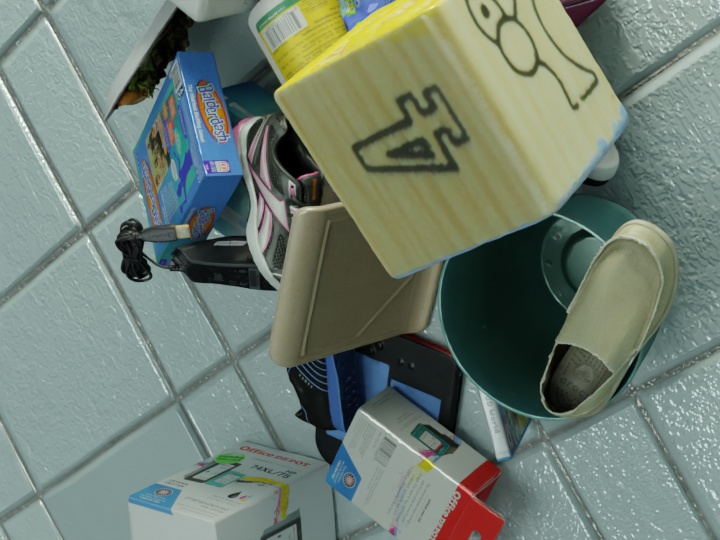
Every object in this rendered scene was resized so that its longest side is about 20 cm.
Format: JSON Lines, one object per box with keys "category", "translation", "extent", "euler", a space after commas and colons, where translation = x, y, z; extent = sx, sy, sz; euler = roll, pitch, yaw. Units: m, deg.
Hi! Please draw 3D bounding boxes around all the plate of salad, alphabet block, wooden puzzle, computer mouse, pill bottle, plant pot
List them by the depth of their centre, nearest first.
{"category": "alphabet block", "translation": [0.083, -0.142, 1.412], "extent": [0.196, 0.195, 0.200], "euler": [-24, 104, 38]}
{"category": "plant pot", "translation": [0.196, 0.019, 1.515], "extent": [0.200, 0.161, 0.201], "euler": [10, 111, 26]}
{"category": "pill bottle", "translation": [-0.023, -0.200, 1.668], "extent": [0.113, 0.113, 0.200], "euler": [-35, 82, 42]}
{"category": "wooden puzzle", "translation": [0.000, 0.000, 1.670], "extent": [0.037, 0.200, 0.185], "euler": [40, 129, 41]}
{"category": "computer mouse", "translation": [-0.161, -0.026, 1.706], "extent": [0.199, 0.140, 0.046], "euler": [3, 68, 4]}
{"category": "plate of salad", "translation": [-0.221, -0.242, 1.785], "extent": [0.048, 0.200, 0.200], "euler": [33, 130, -8]}

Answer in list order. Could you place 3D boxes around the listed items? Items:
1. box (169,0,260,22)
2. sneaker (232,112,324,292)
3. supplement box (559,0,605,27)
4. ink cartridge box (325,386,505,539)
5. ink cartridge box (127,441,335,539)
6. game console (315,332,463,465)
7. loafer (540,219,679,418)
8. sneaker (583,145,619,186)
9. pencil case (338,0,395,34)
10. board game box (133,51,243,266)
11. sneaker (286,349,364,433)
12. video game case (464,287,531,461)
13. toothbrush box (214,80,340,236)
{"category": "box", "translation": [-0.152, -0.397, 1.665], "extent": [0.200, 0.171, 0.199], "euler": [37, 126, 24]}
{"category": "sneaker", "translation": [-0.072, -0.069, 1.663], "extent": [0.086, 0.080, 0.201], "euler": [-16, 96, 47]}
{"category": "supplement box", "translation": [0.119, -0.295, 1.517], "extent": [0.131, 0.103, 0.200], "euler": [-40, 78, 42]}
{"category": "ink cartridge box", "translation": [0.071, 0.235, 1.754], "extent": [0.200, 0.067, 0.116], "euler": [36, 125, 18]}
{"category": "ink cartridge box", "translation": [-0.147, 0.311, 1.903], "extent": [0.146, 0.200, 0.147], "euler": [8, 109, 38]}
{"category": "game console", "translation": [0.029, 0.155, 1.810], "extent": [0.177, 0.031, 0.201], "euler": [24, 121, 33]}
{"category": "loafer", "translation": [0.210, 0.051, 1.381], "extent": [0.076, 0.068, 0.200], "euler": [28, 119, 18]}
{"category": "sneaker", "translation": [0.162, -0.111, 1.577], "extent": [0.200, 0.073, 0.112], "euler": [41, 132, 33]}
{"category": "pencil case", "translation": [0.006, -0.312, 1.592], "extent": [0.087, 0.078, 0.201], "euler": [117, 143, -80]}
{"category": "board game box", "translation": [-0.189, -0.117, 1.738], "extent": [0.200, 0.045, 0.153], "euler": [129, 132, -55]}
{"category": "sneaker", "translation": [-0.046, 0.085, 1.782], "extent": [0.078, 0.070, 0.201], "euler": [8, 113, 29]}
{"category": "video game case", "translation": [0.130, 0.075, 1.623], "extent": [0.018, 0.143, 0.201], "euler": [-14, 97, 17]}
{"category": "toothbrush box", "translation": [-0.094, -0.096, 1.785], "extent": [0.200, 0.085, 0.147], "euler": [34, 125, 27]}
